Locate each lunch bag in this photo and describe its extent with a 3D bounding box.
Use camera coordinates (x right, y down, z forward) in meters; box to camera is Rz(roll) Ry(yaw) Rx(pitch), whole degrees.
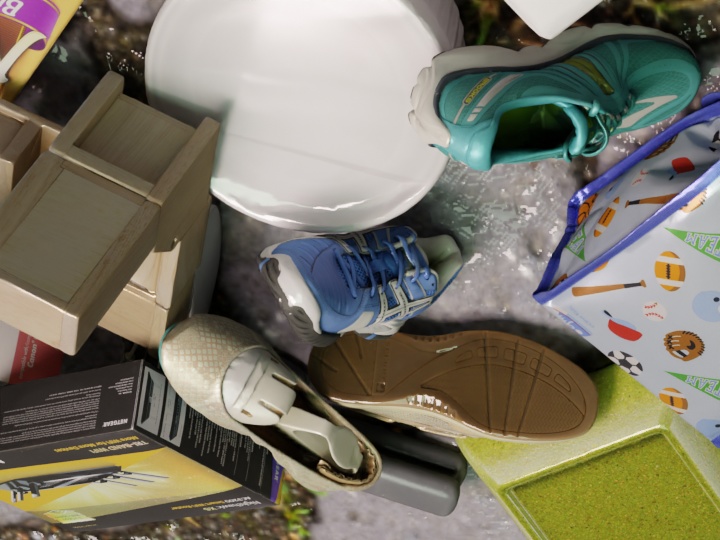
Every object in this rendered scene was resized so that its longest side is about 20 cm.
[{"bbox_3d":[0.238,-0.012,1.436,0.170,0.124,0.200,36,137,-15],"label":"lunch bag"}]

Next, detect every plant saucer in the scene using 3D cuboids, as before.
[{"bbox_3d":[0.190,0.164,1.628,0.200,0.048,0.200,-24,115,31],"label":"plant saucer"}]

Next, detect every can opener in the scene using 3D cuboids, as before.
[{"bbox_3d":[-0.020,0.111,1.653,0.199,0.053,0.067,18,129,3],"label":"can opener"}]

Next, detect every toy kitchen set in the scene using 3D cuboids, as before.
[{"bbox_3d":[-0.206,-0.007,1.452,0.163,0.181,0.200,25,141,9],"label":"toy kitchen set"}]

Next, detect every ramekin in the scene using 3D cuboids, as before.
[{"bbox_3d":[-0.027,-0.130,1.454,0.202,0.094,0.203,8,126,11],"label":"ramekin"}]

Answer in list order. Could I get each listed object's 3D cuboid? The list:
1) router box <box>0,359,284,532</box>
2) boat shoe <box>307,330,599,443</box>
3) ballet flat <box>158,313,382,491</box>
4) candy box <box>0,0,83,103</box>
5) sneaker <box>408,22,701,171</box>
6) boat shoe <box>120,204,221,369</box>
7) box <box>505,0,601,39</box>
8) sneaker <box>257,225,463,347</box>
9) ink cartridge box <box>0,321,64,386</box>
[{"bbox_3d":[-0.175,0.124,1.613,0.200,0.052,0.157,-12,151,36],"label":"router box"},{"bbox_3d":[0.066,0.080,1.602,0.199,0.072,0.065,7,166,12],"label":"boat shoe"},{"bbox_3d":[-0.052,0.088,1.556,0.062,0.068,0.200,10,159,43],"label":"ballet flat"},{"bbox_3d":[-0.241,-0.184,1.508,0.117,0.057,0.200,34,129,-9],"label":"candy box"},{"bbox_3d":[0.124,-0.092,1.390,0.080,0.200,0.078,43,137,44],"label":"sneaker"},{"bbox_3d":[-0.141,0.031,1.622,0.063,0.071,0.200,18,130,3],"label":"boat shoe"},{"bbox_3d":[0.107,-0.276,1.239,0.199,0.200,0.171,44,124,-16],"label":"box"},{"bbox_3d":[0.000,0.000,1.498,0.077,0.200,0.076,-32,81,21],"label":"sneaker"},{"bbox_3d":[-0.320,0.047,1.639,0.200,0.068,0.116,25,146,-28],"label":"ink cartridge box"}]
